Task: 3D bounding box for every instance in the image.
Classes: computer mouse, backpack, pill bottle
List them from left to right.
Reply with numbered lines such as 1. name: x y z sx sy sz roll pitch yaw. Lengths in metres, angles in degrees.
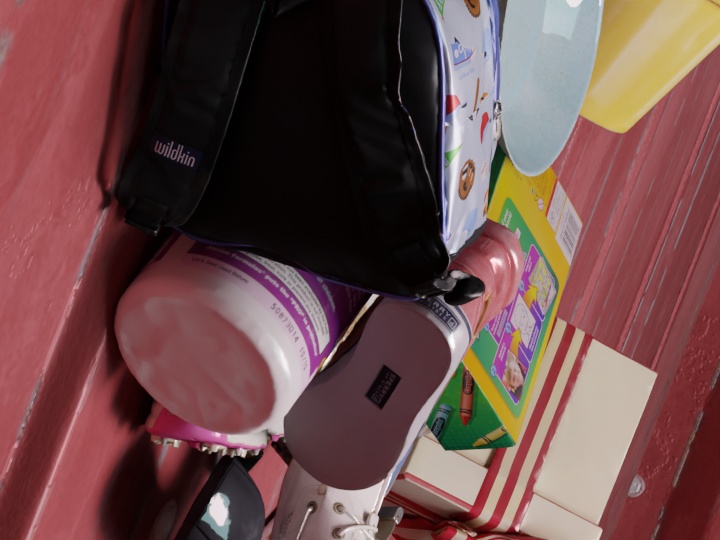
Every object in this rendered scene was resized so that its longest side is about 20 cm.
1. computer mouse: -0.080 0.155 1.409 0.141 0.046 0.200 -59 178 -34
2. pill bottle: -0.043 -0.010 1.278 0.200 0.112 0.112 -54 159 -40
3. backpack: -0.011 -0.101 1.152 0.154 0.200 0.191 -56 154 -51

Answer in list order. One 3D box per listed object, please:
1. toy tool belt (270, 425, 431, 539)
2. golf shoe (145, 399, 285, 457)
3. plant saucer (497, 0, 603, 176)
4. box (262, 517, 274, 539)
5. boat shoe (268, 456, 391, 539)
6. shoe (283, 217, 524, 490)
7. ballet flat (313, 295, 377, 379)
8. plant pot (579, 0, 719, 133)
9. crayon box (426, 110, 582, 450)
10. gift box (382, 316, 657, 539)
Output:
1. toy tool belt: -0.023 0.091 1.519 0.123 0.125 0.200 56 47 -33
2. golf shoe: -0.076 0.061 1.363 0.200 0.075 0.092 -13 112 -77
3. plant saucer: 0.111 -0.163 1.488 0.201 0.039 0.201 10 90 -68
4. box: -0.057 0.270 1.596 0.200 0.112 0.101 -43 150 -54
5. boat shoe: -0.018 0.172 1.414 0.071 0.069 0.200 28 85 -39
6. shoe: 0.027 0.048 1.289 0.091 0.071 0.200 -47 175 -38
7. ballet flat: 0.000 0.000 1.399 0.200 0.065 0.071 -84 -179 -46
8. plant pot: 0.198 -0.214 1.692 0.189 0.201 0.201 -56 167 15
9. crayon box: 0.081 0.006 1.527 0.119 0.058 0.200 56 41 -39
10. gift box: 0.108 0.136 1.713 0.187 0.200 0.185 -65 -169 -15
